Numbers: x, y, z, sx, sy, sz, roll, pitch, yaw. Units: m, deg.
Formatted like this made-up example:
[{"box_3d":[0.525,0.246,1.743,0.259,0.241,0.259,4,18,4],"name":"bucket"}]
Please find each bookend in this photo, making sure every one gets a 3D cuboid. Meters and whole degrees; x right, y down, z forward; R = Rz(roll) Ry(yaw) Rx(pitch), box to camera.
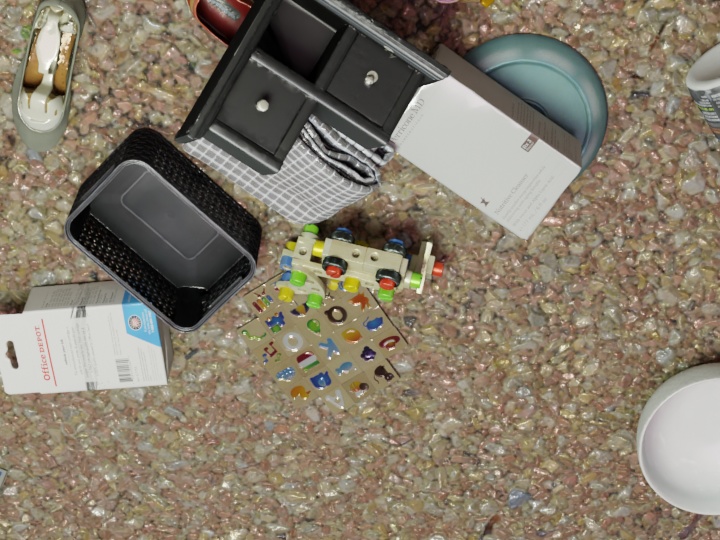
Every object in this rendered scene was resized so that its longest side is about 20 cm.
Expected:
[{"box_3d":[-0.050,-0.166,1.534,0.198,0.092,0.201,32,83,-14],"name":"bookend"}]

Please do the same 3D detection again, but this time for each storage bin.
[{"box_3d":[-0.224,-0.045,1.756,0.200,0.094,0.135,42,111,-18],"name":"storage bin"}]

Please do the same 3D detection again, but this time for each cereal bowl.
[{"box_3d":[0.433,0.196,1.873,0.198,0.084,0.202,0,117,1],"name":"cereal bowl"}]

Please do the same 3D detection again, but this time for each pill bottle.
[{"box_3d":[0.447,-0.153,1.682,0.106,0.106,0.201,-29,113,15],"name":"pill bottle"}]

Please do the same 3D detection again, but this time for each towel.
[{"box_3d":[-0.085,-0.137,1.662,0.199,0.086,0.165,34,156,-16],"name":"towel"}]

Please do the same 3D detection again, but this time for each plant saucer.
[{"box_3d":[0.181,-0.166,1.725,0.198,0.027,0.202,1,116,1],"name":"plant saucer"}]

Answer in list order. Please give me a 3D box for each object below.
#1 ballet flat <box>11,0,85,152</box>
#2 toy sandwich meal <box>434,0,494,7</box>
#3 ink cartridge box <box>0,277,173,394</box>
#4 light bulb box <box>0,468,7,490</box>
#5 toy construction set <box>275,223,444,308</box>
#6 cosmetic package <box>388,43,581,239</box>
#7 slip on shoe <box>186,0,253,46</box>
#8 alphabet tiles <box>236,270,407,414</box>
[{"box_3d":[-0.349,-0.214,1.687,0.067,0.064,0.201,14,117,-6],"name":"ballet flat"},{"box_3d":[0.116,-0.369,1.596,0.203,0.070,0.207,0,117,1],"name":"toy sandwich meal"},{"box_3d":[-0.332,0.079,1.834,0.198,0.068,0.117,-4,117,3],"name":"ink cartridge box"},{"box_3d":[-0.580,0.320,1.930,0.199,0.125,0.199,24,115,-10],"name":"light bulb box"},{"box_3d":[0.000,0.000,1.760,0.198,0.093,0.131,-1,157,-2],"name":"toy construction set"},{"box_3d":[0.133,-0.141,1.675,0.199,0.081,0.113,31,116,-10],"name":"cosmetic package"},{"box_3d":[-0.106,-0.249,1.667,0.199,0.061,0.074,36,111,-18],"name":"slip on shoe"},{"box_3d":[-0.046,0.082,1.866,0.166,0.006,0.201,-31,113,15],"name":"alphabet tiles"}]
